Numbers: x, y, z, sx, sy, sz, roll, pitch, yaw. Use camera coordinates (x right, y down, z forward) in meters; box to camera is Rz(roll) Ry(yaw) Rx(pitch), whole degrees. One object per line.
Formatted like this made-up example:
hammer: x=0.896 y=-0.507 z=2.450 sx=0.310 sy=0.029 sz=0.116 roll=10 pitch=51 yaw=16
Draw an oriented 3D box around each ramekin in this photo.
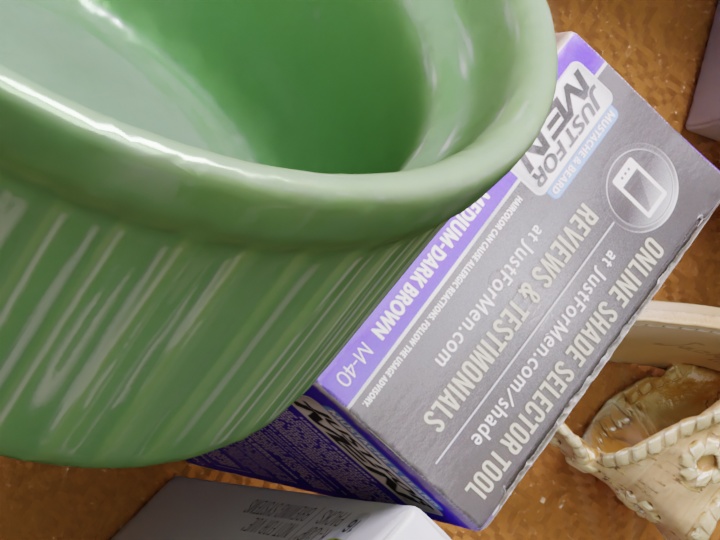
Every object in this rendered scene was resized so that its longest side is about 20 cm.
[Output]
ramekin: x=-0.067 y=-0.052 z=0.635 sx=0.200 sy=0.200 sz=0.098 roll=23 pitch=125 yaw=-17

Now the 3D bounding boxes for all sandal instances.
sandal: x=0.109 y=0.050 z=0.885 sx=0.211 sy=0.078 sz=0.070 roll=4 pitch=80 yaw=-25

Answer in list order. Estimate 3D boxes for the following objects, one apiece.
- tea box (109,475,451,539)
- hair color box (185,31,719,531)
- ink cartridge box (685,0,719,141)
tea box: x=-0.045 y=0.168 z=0.758 sx=0.197 sy=0.200 sz=0.134 roll=-44 pitch=102 yaw=-15
hair color box: x=0.000 y=0.000 z=0.780 sx=0.065 sy=0.200 sz=0.109 roll=42 pitch=75 yaw=-20
ink cartridge box: x=0.177 y=-0.084 z=0.920 sx=0.116 sy=0.068 sz=0.201 roll=19 pitch=81 yaw=-17
